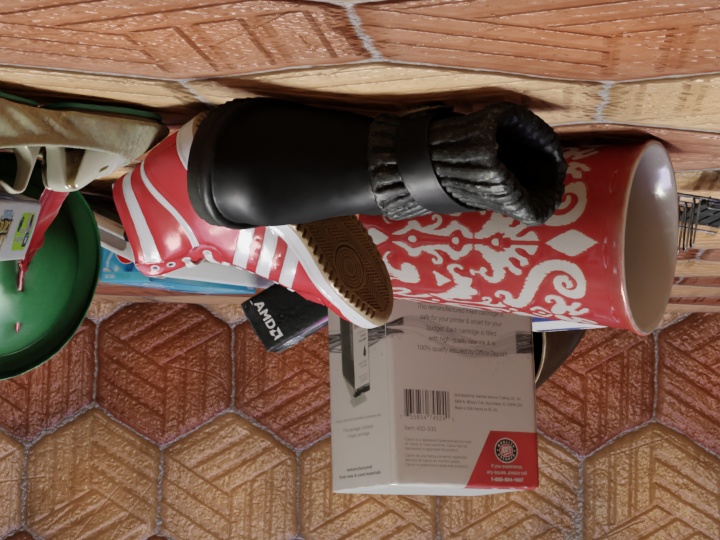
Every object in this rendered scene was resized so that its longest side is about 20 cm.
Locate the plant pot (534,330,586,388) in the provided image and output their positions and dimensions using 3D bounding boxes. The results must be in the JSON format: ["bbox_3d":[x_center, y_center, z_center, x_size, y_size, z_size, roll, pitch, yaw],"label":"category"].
[{"bbox_3d":[0.177,0.049,2.279,0.187,0.187,0.200,-2,-170,36],"label":"plant pot"}]

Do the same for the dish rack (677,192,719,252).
[{"bbox_3d":[0.216,-0.040,1.608,0.200,0.055,0.153,8,176,-2],"label":"dish rack"}]

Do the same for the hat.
[{"bbox_3d":[-0.274,-0.025,1.438,0.165,0.200,0.176,22,174,4],"label":"hat"}]

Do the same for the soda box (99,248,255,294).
[{"bbox_3d":[-0.191,-0.012,2.154,0.068,0.064,0.200,-1,175,30],"label":"soda box"}]

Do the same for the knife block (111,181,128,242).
[{"bbox_3d":[-0.116,-0.045,1.672,0.175,0.064,0.200,2,176,-5],"label":"knife block"}]

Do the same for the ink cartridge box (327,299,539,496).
[{"bbox_3d":[0.055,0.070,1.556,0.147,0.200,0.083,6,167,-36],"label":"ink cartridge box"}]

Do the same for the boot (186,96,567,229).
[{"bbox_3d":[0.013,-0.064,1.220,0.158,0.080,0.211,7,-169,37],"label":"boot"}]

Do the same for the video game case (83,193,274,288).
[{"bbox_3d":[-0.175,-0.029,1.775,0.182,0.023,0.200,25,-172,31],"label":"video game case"}]

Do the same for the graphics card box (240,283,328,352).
[{"bbox_3d":[0.000,0.000,1.690,0.200,0.051,0.125,-29,177,0],"label":"graphics card box"}]

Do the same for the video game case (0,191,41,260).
[{"bbox_3d":[-0.314,-0.054,1.271,0.200,0.046,0.181,17,180,0],"label":"video game case"}]

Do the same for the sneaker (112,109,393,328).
[{"bbox_3d":[-0.075,-0.016,1.351,0.112,0.071,0.200,-28,122,33],"label":"sneaker"}]

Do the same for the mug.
[{"bbox_3d":[0.117,-0.021,1.441,0.200,0.134,0.178,3,165,24],"label":"mug"}]

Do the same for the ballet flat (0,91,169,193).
[{"bbox_3d":[-0.202,-0.077,1.260,0.067,0.062,0.200,-3,174,43],"label":"ballet flat"}]

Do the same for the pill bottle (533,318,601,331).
[{"bbox_3d":[0.180,0.000,1.863,0.111,0.111,0.200,3,176,-19],"label":"pill bottle"}]
